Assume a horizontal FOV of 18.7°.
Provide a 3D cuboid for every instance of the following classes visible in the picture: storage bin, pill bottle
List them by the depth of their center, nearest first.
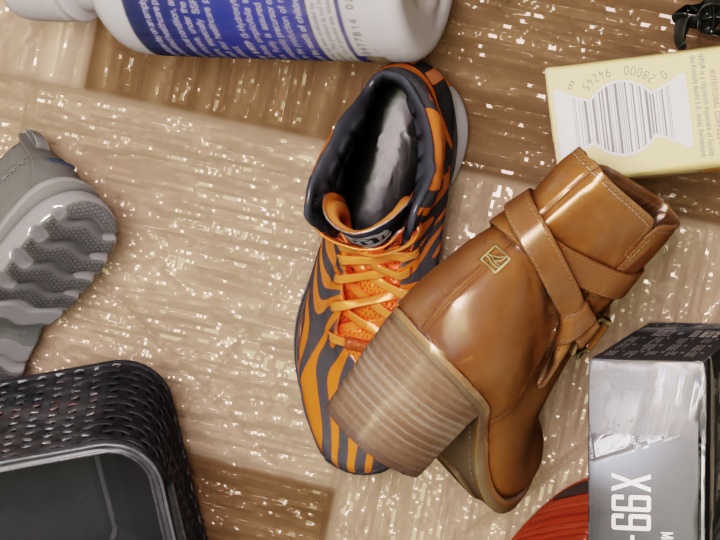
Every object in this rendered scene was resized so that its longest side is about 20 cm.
[{"bbox_3d":[-0.064,-0.158,1.009,0.200,0.120,0.120,3,93,18],"label":"pill bottle"},{"bbox_3d":[-0.179,0.134,1.031,0.200,0.094,0.135,-10,112,3],"label":"storage bin"}]

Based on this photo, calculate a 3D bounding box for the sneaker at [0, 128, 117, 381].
[{"bbox_3d":[-0.199,0.017,1.084,0.200,0.075,0.082,-44,49,15],"label":"sneaker"}]

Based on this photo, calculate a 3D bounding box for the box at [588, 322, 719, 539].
[{"bbox_3d":[0.135,0.107,0.949,0.050,0.200,0.158,1,92,14],"label":"box"}]

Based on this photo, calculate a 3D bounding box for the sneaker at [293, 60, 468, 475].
[{"bbox_3d":[0.000,0.000,1.012,0.077,0.112,0.200,6,94,10],"label":"sneaker"}]

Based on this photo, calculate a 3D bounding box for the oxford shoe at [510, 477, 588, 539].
[{"bbox_3d":[0.089,0.189,1.005,0.073,0.071,0.200,39,57,-25],"label":"oxford shoe"}]

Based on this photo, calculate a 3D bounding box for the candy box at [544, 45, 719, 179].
[{"bbox_3d":[0.187,-0.075,0.973,0.200,0.115,0.055,-6,92,11],"label":"candy box"}]

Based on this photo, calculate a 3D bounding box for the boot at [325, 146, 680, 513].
[{"bbox_3d":[0.080,0.026,0.957,0.074,0.200,0.155,45,98,18],"label":"boot"}]

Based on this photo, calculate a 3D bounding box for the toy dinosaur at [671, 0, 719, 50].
[{"bbox_3d":[0.150,-0.177,0.997,0.200,0.102,0.136,-41,55,23],"label":"toy dinosaur"}]
